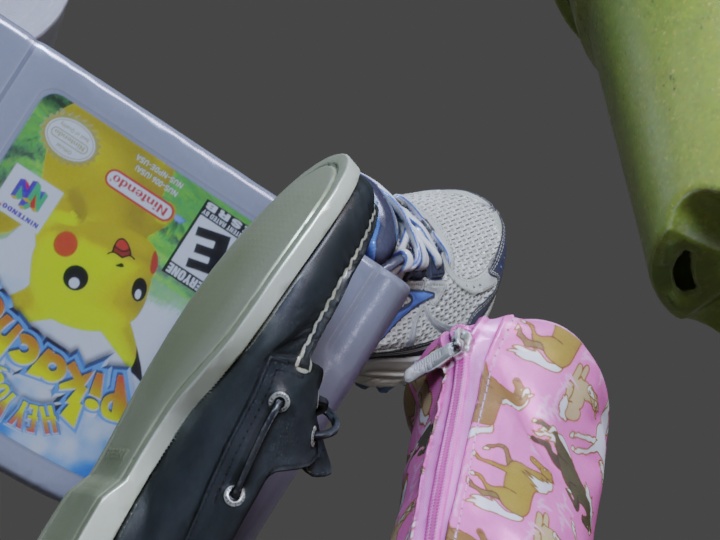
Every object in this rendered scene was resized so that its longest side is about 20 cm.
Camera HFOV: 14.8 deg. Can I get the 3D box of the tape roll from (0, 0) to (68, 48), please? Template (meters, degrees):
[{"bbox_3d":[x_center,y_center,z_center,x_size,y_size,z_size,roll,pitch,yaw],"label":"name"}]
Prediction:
[{"bbox_3d":[-0.213,-0.111,1.054,0.199,0.066,0.201,16,35,-11],"label":"tape roll"}]

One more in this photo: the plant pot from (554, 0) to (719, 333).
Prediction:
[{"bbox_3d":[0.185,-0.076,1.211,0.200,0.201,0.185,14,51,-20],"label":"plant pot"}]

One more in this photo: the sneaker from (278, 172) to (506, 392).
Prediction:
[{"bbox_3d":[0.000,0.000,1.068,0.077,0.085,0.200,44,39,18],"label":"sneaker"}]

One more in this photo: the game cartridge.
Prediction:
[{"bbox_3d":[-0.099,0.007,0.964,0.200,0.134,0.040,33,-1,-7],"label":"game cartridge"}]

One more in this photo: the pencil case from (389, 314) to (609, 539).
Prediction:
[{"bbox_3d":[0.041,0.103,0.981,0.086,0.083,0.200,24,38,-9],"label":"pencil case"}]

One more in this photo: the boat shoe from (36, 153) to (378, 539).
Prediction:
[{"bbox_3d":[-0.042,0.058,0.919,0.066,0.074,0.200,35,79,-16],"label":"boat shoe"}]
